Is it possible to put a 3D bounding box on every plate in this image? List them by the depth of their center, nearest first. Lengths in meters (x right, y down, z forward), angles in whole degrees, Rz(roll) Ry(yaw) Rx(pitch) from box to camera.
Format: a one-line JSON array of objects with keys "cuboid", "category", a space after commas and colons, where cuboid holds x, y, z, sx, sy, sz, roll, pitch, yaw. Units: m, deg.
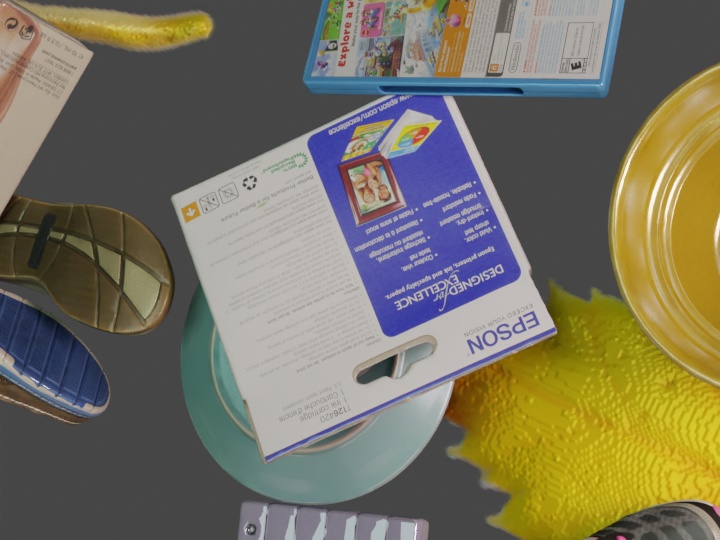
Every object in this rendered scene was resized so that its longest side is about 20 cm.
[{"cuboid": [-0.034, 0.052, 1.116, 0.199, 0.026, 0.201, -4, 79, 21], "category": "plate"}]

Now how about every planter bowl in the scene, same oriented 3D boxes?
[{"cuboid": [0.250, -0.021, 0.984, 0.200, 0.083, 0.201, -4, 79, 20], "category": "planter bowl"}]

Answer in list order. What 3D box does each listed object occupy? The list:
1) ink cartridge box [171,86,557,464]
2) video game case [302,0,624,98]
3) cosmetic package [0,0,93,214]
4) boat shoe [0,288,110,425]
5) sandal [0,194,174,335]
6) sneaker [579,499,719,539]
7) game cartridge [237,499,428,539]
[{"cuboid": [0.000, 0.000, 1.074, 0.197, 0.047, 0.201, -24, 66, 5], "category": "ink cartridge box"}, {"cuboid": [0.071, -0.176, 1.095, 0.199, 0.018, 0.144, 3, 65, 22], "category": "video game case"}, {"cuboid": [-0.287, -0.098, 1.191, 0.103, 0.087, 0.200, 32, 94, 46], "category": "cosmetic package"}, {"cuboid": [-0.265, 0.052, 1.153, 0.200, 0.072, 0.072, 34, 120, -14], "category": "boat shoe"}, {"cuboid": [-0.195, -0.006, 1.178, 0.200, 0.054, 0.081, 15, 81, 38], "category": "sandal"}, {"cuboid": [0.125, 0.193, 0.995, 0.199, 0.087, 0.074, -26, 73, 15], "category": "sneaker"}, {"cuboid": [-0.025, 0.251, 1.076, 0.129, 0.038, 0.201, 2, 82, 26], "category": "game cartridge"}]
